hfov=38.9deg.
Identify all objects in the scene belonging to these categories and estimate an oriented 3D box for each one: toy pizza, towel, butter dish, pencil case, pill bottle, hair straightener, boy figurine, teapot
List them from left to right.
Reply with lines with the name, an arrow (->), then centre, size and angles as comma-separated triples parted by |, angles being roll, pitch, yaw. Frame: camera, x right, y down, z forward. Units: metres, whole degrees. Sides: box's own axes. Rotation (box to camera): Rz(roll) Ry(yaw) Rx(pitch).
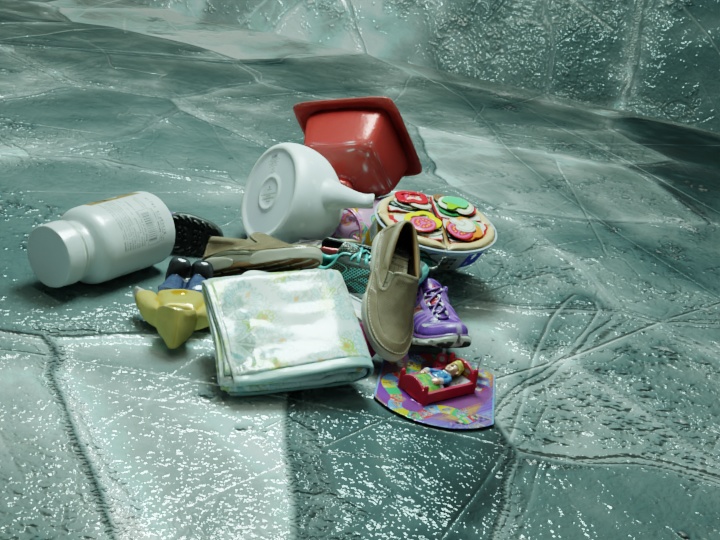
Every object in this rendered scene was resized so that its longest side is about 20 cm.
pill bottle -> -0.376, -0.043, 1.479 | 0.114, 0.115, 0.200 | 22, 25, 27
boy figurine -> -0.252, 0.044, 1.395 | 0.124, 0.065, 0.200 | 11, 19, -4
towel -> -0.097, 0.074, 1.310 | 0.199, 0.048, 0.171 | -4, 53, -20
teapot -> -0.097, -0.109, 1.699 | 0.146, 0.198, 0.200 | 16, 29, -38
butter dish -> -0.017, -0.189, 1.775 | 0.199, 0.200, 0.148 | 0, 54, 25
pencil case -> 0.040, -0.086, 1.802 | 0.200, 0.088, 0.087 | -11, 31, -44
hair straightener -> 0.037, -0.027, 1.558 | 0.199, 0.041, 0.077 | 4, 29, 6
toy pizza -> 0.121, -0.083, 1.616 | 0.200, 0.032, 0.200 | 9, 28, -5

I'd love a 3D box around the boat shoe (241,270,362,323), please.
boat shoe -> -0.076, 0.042, 1.457 | 0.199, 0.072, 0.069 | 14, 26, 10

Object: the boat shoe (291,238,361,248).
boat shoe -> -0.083, -0.020, 1.609 | 0.200, 0.072, 0.065 | -19, 41, -40

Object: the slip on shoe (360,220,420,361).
slip on shoe -> 0.050, 0.023, 1.387 | 0.076, 0.061, 0.200 | 22, 56, -24

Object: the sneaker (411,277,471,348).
sneaker -> 0.100, 0.058, 1.453 | 0.080, 0.084, 0.200 | 1, 14, -16

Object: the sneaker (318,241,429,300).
sneaker -> 0.000, 0.000, 1.486 | 0.200, 0.091, 0.078 | -9, 20, 23

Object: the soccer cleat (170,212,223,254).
soccer cleat -> -0.318, -0.070, 1.638 | 0.199, 0.068, 0.073 | 5, 19, -5

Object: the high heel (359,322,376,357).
high heel -> -0.066, 0.067, 1.399 | 0.200, 0.067, 0.096 | 27, 37, 24

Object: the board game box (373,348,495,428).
board game box -> 0.104, 0.138, 1.347 | 0.158, 0.039, 0.200 | 12, 22, 4

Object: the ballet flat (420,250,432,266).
ballet flat -> 0.028, -0.007, 1.630 | 0.200, 0.069, 0.063 | -10, 22, -41

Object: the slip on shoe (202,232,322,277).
slip on shoe -> -0.146, -0.028, 1.493 | 0.200, 0.061, 0.076 | -8, -20, 33

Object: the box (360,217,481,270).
box -> 0.106, -0.044, 1.694 | 0.199, 0.119, 0.042 | 2, 67, -17
